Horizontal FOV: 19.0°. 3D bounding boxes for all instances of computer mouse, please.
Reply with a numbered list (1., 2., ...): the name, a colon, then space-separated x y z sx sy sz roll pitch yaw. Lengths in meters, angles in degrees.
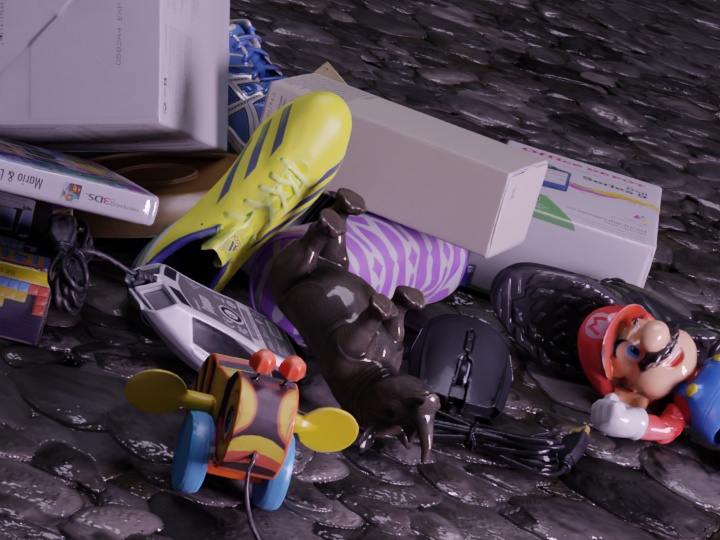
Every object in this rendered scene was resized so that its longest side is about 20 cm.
1. computer mouse: -0.121 0.032 1.379 0.200 0.044 0.110 30 14 -26
2. computer mouse: 0.096 0.077 1.487 0.140 0.046 0.200 18 18 5

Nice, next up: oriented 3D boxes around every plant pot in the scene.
1. plant pot: -0.152 -0.060 1.588 0.200 0.028 0.200 -1 16 0

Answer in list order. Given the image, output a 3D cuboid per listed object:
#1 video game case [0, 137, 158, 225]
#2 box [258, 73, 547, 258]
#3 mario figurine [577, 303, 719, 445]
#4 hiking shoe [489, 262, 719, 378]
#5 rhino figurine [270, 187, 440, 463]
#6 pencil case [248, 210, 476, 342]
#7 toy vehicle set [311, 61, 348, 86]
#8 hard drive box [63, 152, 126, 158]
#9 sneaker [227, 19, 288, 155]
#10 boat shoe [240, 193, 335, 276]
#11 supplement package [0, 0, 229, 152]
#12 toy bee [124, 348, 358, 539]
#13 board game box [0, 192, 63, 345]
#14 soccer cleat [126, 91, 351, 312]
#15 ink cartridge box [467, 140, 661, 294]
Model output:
1. video game case: -0.243 -0.073 1.419 0.182 0.024 0.200 14 4 -21
2. box: 0.027 -0.079 1.570 0.200 0.068 0.082 23 19 21
3. mario figurine: 0.241 0.079 1.524 0.200 0.106 0.123 29 24 24
4. hiking shoe: 0.181 0.042 1.646 0.200 0.076 0.101 22 9 -18
5. rhino figurine: 0.002 0.045 1.396 0.060 0.087 0.200 4 45 -42
6. pencil case: 0.000 0.000 1.560 0.084 0.086 0.200 35 23 24
7. toy vehicle set: 0.019 -0.094 1.737 0.124 0.027 0.200 51 2 12
8. hard drive box: -0.194 -0.132 1.773 0.200 0.077 0.156 13 19 -12
9. sneaker: -0.097 -0.147 1.678 0.200 0.077 0.076 32 34 12
10. boat shoe: -0.028 -0.030 1.654 0.068 0.072 0.200 44 27 0
11. supplement package: -0.189 -0.168 1.557 0.151 0.152 0.200 0 -3 10
12. toy bee: -0.057 0.087 1.229 0.131 0.109 0.200 7 21 -34
13. board game box: -0.297 -0.028 1.419 0.200 0.057 0.165 15 21 -9
14. soccer cleat: -0.078 -0.037 1.449 0.065 0.200 0.084 44 9 -14
15. ink cartridge box: 0.169 -0.030 1.796 0.145 0.088 0.200 19 17 5
